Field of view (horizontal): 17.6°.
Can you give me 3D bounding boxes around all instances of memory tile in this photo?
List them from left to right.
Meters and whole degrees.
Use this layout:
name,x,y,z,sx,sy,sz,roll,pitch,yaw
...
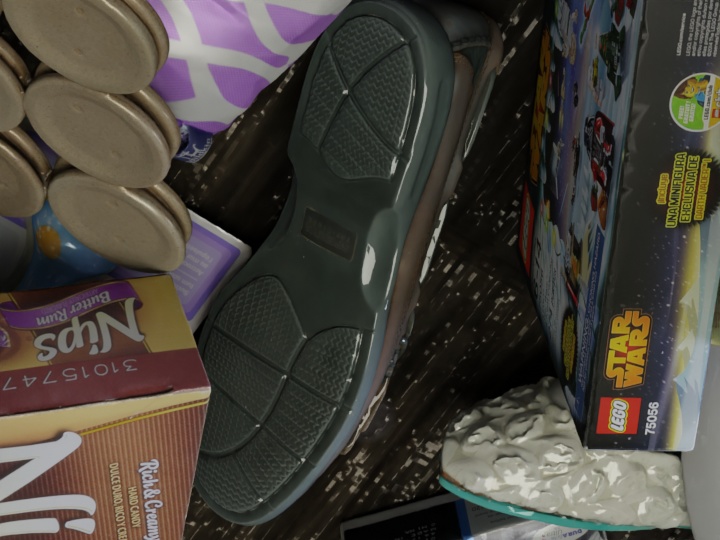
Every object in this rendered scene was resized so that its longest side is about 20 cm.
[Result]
name,x,y,z,sx,sy,sz,roll,pitch,yaw
memory tile,-0.122,-0.077,0.694,0.152,0.017,0.200,21,151,12

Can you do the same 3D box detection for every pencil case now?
name,x,y,z,sx,sy,sz,roll,pitch,yaw
pencil case,-0.014,-0.132,0.720,0.200,0.084,0.085,-45,152,15

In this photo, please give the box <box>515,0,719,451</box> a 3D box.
name,x,y,z,sx,sy,sz,roll,pitch,yaw
box,0.087,-0.063,0.737,0.040,0.137,0.201,2,116,-6

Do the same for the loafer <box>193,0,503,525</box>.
name,x,y,z,sx,sy,sz,roll,pitch,yaw
loafer,0.000,0.000,0.802,0.063,0.072,0.201,-10,129,-49

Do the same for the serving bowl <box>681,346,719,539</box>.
name,x,y,z,sx,sy,sz,roll,pitch,yaw
serving bowl,0.213,0.060,0.809,0.199,0.066,0.202,-2,98,-19

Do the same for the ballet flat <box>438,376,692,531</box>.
name,x,y,z,sx,sy,sz,roll,pitch,yaw
ballet flat,0.123,0.060,0.846,0.199,0.072,0.072,11,116,-20

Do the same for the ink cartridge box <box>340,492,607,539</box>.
name,x,y,z,sx,sy,sz,roll,pitch,yaw
ink cartridge box,0.065,0.174,0.911,0.099,0.039,0.201,-17,118,2

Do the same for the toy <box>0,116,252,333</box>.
name,x,y,z,sx,sy,sz,roll,pitch,yaw
toy,-0.139,0.046,0.820,0.115,0.047,0.200,30,110,-17

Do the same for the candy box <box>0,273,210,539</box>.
name,x,y,z,sx,sy,sz,roll,pitch,yaw
candy box,-0.123,0.093,0.785,0.116,0.057,0.201,-6,139,-21

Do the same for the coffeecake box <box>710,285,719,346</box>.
name,x,y,z,sx,sy,sz,roll,pitch,yaw
coffeecake box,0.150,-0.075,0.687,0.073,0.154,0.201,1,90,-4
